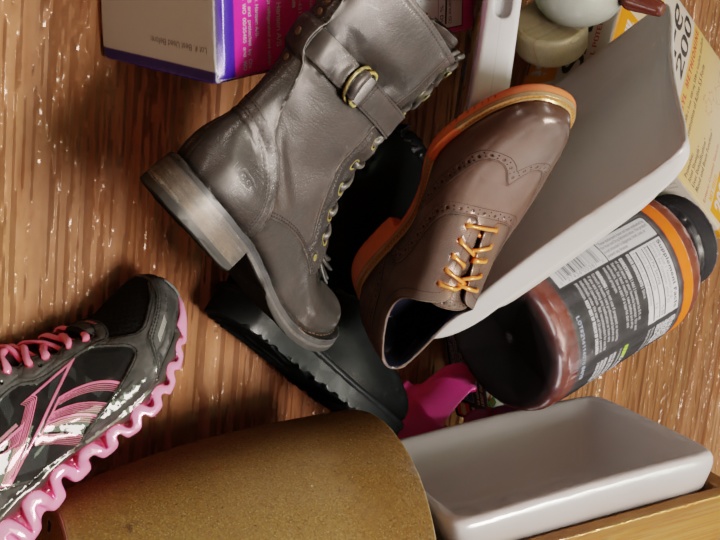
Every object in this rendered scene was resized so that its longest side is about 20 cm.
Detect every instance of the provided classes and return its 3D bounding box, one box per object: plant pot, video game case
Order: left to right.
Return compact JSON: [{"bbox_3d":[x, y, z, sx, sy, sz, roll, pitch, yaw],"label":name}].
[{"bbox_3d":[-0.087,0.174,0.786,0.198,0.186,0.189,4,101,-30],"label":"plant pot"},{"bbox_3d":[0.080,-0.163,0.830,0.200,0.023,0.185,88,10,-82],"label":"video game case"}]

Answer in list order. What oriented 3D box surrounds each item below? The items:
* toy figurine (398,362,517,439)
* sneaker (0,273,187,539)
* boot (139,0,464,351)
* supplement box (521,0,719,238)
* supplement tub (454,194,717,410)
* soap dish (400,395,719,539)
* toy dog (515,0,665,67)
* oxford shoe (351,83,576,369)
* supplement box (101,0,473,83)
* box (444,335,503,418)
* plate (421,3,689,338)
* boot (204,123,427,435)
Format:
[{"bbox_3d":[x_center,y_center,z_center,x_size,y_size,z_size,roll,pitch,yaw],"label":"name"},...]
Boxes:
[{"bbox_3d":[0.091,0.157,0.970,0.150,0.197,0.187,-85,168,-79],"label":"toy figurine"},{"bbox_3d":[-0.173,0.066,0.720,0.201,0.078,0.096,-51,123,-24],"label":"sneaker"},{"bbox_3d":[-0.009,-0.059,0.722,0.174,0.069,0.200,-46,146,-4],"label":"boot"},{"bbox_3d":[0.211,-0.126,1.020,0.200,0.073,0.127,41,57,-38],"label":"supplement box"},{"bbox_3d":[0.163,0.012,0.951,0.199,0.106,0.108,-25,121,-36],"label":"supplement tub"},{"bbox_3d":[0.110,0.149,0.855,0.197,0.157,0.083,-10,104,-22],"label":"soap dish"},{"bbox_3d":[0.169,-0.220,0.892,0.132,0.095,0.202,65,44,-65],"label":"toy dog"},{"bbox_3d":[0.061,-0.020,0.755,0.070,0.074,0.201,10,139,-23],"label":"oxford shoe"},{"bbox_3d":[-0.035,-0.174,0.756,0.199,0.100,0.105,-19,117,-43],"label":"supplement box"},{"bbox_3d":[0.140,0.011,1.054,0.199,0.040,0.139,-32,124,-37],"label":"box"},{"bbox_3d":[0.125,-0.058,0.851,0.032,0.199,0.201,42,30,-19],"label":"plate"},{"bbox_3d":[0.000,0.000,0.878,0.198,0.073,0.164,43,72,-41],"label":"boot"}]
